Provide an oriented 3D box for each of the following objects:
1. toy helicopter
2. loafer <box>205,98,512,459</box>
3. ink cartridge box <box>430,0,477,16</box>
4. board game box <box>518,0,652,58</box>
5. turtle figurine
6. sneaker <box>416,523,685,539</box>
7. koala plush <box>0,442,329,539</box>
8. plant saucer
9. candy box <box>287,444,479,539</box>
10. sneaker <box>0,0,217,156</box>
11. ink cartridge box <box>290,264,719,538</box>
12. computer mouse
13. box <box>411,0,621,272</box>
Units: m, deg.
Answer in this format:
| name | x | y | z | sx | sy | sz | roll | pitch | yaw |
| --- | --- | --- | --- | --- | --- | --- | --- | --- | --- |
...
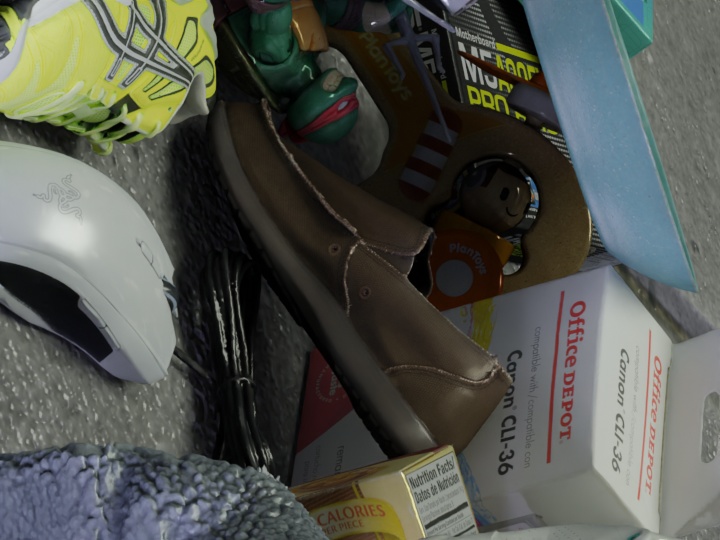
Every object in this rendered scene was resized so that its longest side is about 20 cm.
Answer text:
| name | x | y | z | sx | sy | sz | roll | pitch | yaw |
| --- | --- | --- | --- | --- | --- | --- | --- | --- | --- |
| toy helicopter | 0.042 | -0.075 | 1.443 | 0.200 | 0.132 | 0.079 | 55 | 1 | 2 |
| loafer | 0.000 | 0.000 | 1.305 | 0.200 | 0.071 | 0.073 | 56 | -6 | 19 |
| ink cartridge box | -0.021 | -0.219 | 1.372 | 0.200 | 0.047 | 0.198 | 50 | 2 | -18 |
| board game box | 0.099 | -0.211 | 1.629 | 0.152 | 0.045 | 0.200 | 46 | 26 | -22 |
| turtle figurine | -0.034 | -0.131 | 1.344 | 0.200 | 0.101 | 0.150 | 57 | 0 | 1 |
| sneaker | 0.079 | 0.129 | 1.170 | 0.200 | 0.088 | 0.075 | -14 | 89 | -62 |
| koala plush | -0.064 | 0.148 | 1.083 | 0.200 | 0.184 | 0.177 | 29 | 49 | -68 |
| plant saucer | 0.105 | -0.081 | 1.325 | 0.200 | 0.036 | 0.200 | -17 | 90 | -83 |
| candy box | 0.009 | 0.184 | 1.230 | 0.055 | 0.115 | 0.200 | -22 | 95 | -63 |
| sneaker | -0.108 | -0.086 | 1.213 | 0.200 | 0.075 | 0.076 | -27 | 99 | -61 |
| ink cartridge box | 0.071 | 0.072 | 1.316 | 0.068 | 0.200 | 0.117 | 48 | 36 | -39 |
| computer mouse | -0.093 | 0.008 | 1.220 | 0.200 | 0.044 | 0.110 | 39 | 43 | -48 |
| box | 0.080 | -0.087 | 1.590 | 0.200 | 0.044 | 0.160 | 12 | 65 | -60 |
